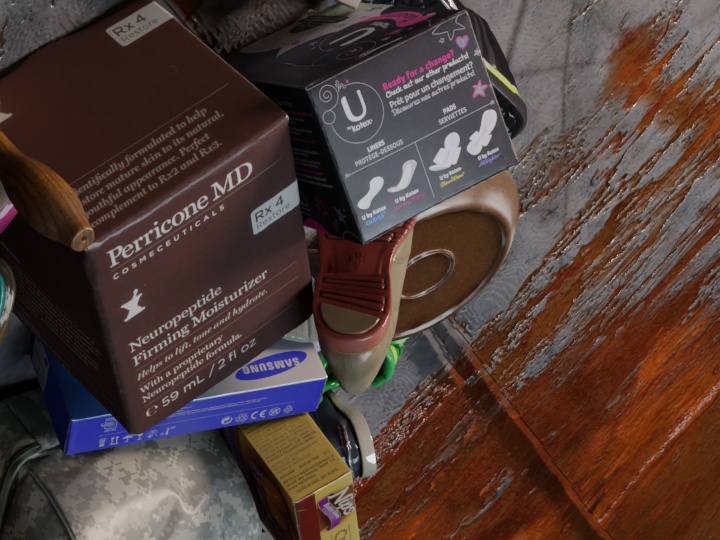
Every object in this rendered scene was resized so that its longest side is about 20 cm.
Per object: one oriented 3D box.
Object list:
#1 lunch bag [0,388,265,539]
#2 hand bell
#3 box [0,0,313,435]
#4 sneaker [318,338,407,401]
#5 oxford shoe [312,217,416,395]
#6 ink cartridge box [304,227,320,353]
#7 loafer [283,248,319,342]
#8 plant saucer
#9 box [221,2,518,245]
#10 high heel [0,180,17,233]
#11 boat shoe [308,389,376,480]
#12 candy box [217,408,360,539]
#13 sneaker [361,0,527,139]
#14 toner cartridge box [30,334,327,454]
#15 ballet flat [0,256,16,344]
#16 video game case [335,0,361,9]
[{"bbox_3d":[-0.189,0.178,1.565,0.199,0.168,0.140,-12,133,-43],"label":"lunch bag"},{"bbox_3d":[-0.217,-0.075,1.230,0.104,0.200,0.105,-31,144,-26],"label":"hand bell"},{"bbox_3d":[-0.148,-0.036,1.389,0.165,0.164,0.201,-34,145,-21],"label":"box"},{"bbox_3d":[0.012,0.059,1.762,0.199,0.083,0.074,-30,143,-29],"label":"sneaker"},{"bbox_3d":[0.000,0.000,1.478,0.201,0.070,0.075,-74,168,-45],"label":"oxford shoe"},{"bbox_3d":[-0.008,-0.020,1.627,0.196,0.047,0.201,-22,149,-16],"label":"ink cartridge box"},{"bbox_3d":[-0.077,0.010,1.529,0.198,0.063,0.072,-3,125,-13],"label":"loafer"},{"bbox_3d":[0.043,-0.006,1.622,0.199,0.032,0.201,-24,147,-16],"label":"plant saucer"},{"bbox_3d":[-0.005,-0.109,1.421,0.132,0.200,0.115,-28,110,-19],"label":"box"},{"bbox_3d":[-0.265,-0.005,1.331,0.199,0.068,0.096,-27,149,28],"label":"high heel"},{"bbox_3d":[-0.040,0.145,1.736,0.061,0.200,0.076,-11,99,-15],"label":"boat shoe"},{"bbox_3d":[-0.077,0.131,1.618,0.056,0.200,0.117,-27,143,-17],"label":"candy box"},{"bbox_3d":[0.061,-0.175,1.599,0.071,0.083,0.200,-24,132,18],"label":"sneaker"},{"bbox_3d":[-0.134,0.071,1.533,0.198,0.095,0.043,-9,143,-24],"label":"toner cartridge box"},{"bbox_3d":[-0.284,0.065,1.437,0.201,0.068,0.072,-60,167,18],"label":"ballet flat"},{"bbox_3d":[-0.031,-0.282,1.365,0.199,0.036,0.182,15,112,-45],"label":"video game case"}]
